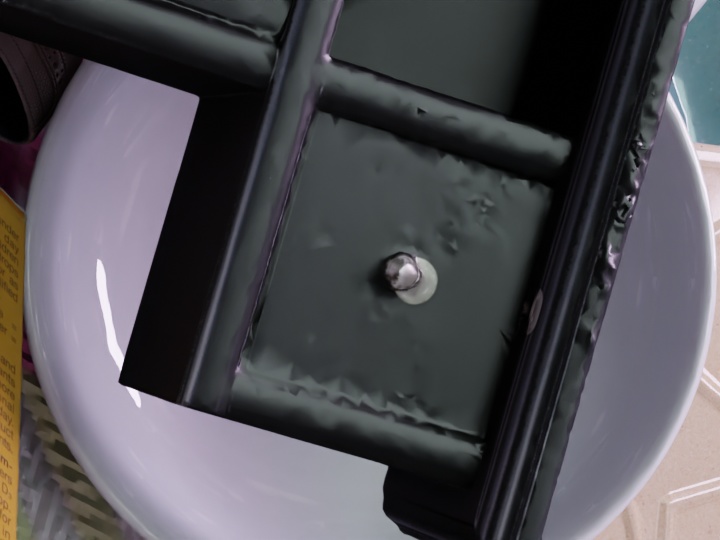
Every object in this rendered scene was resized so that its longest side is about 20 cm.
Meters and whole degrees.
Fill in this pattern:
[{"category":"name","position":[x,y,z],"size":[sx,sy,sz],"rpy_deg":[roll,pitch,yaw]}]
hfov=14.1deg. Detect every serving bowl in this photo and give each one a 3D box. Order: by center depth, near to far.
[{"category":"serving bowl","position":[0.000,0.000,0.850],"size":[0.199,0.066,0.201],"rpy_deg":[0,88,-8]}]

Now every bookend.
[{"category":"bookend","position":[-0.032,-0.047,0.751],"size":[0.199,0.092,0.199],"rpy_deg":[18,87,-16]}]

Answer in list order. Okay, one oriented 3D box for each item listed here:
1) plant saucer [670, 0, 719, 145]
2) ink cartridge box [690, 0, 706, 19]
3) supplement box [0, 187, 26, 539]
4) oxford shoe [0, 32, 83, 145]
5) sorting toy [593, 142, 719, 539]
[{"category":"plant saucer","position":[0.075,-0.048,1.001],"size":[0.200,0.036,0.201],"rpy_deg":[15,67,-41]},{"category":"ink cartridge box","position":[0.055,-0.174,0.975],"size":[0.200,0.044,0.174],"rpy_deg":[42,50,-2]},{"category":"supplement box","position":[-0.124,0.055,0.706],"size":[0.069,0.066,0.200],"rpy_deg":[43,33,-43]},{"category":"oxford shoe","position":[-0.147,-0.101,0.778],"size":[0.200,0.071,0.073],"rpy_deg":[30,63,-35]},{"category":"sorting toy","position":[0.090,0.050,0.939],"size":[0.199,0.036,0.186],"rpy_deg":[5,87,-27]}]
